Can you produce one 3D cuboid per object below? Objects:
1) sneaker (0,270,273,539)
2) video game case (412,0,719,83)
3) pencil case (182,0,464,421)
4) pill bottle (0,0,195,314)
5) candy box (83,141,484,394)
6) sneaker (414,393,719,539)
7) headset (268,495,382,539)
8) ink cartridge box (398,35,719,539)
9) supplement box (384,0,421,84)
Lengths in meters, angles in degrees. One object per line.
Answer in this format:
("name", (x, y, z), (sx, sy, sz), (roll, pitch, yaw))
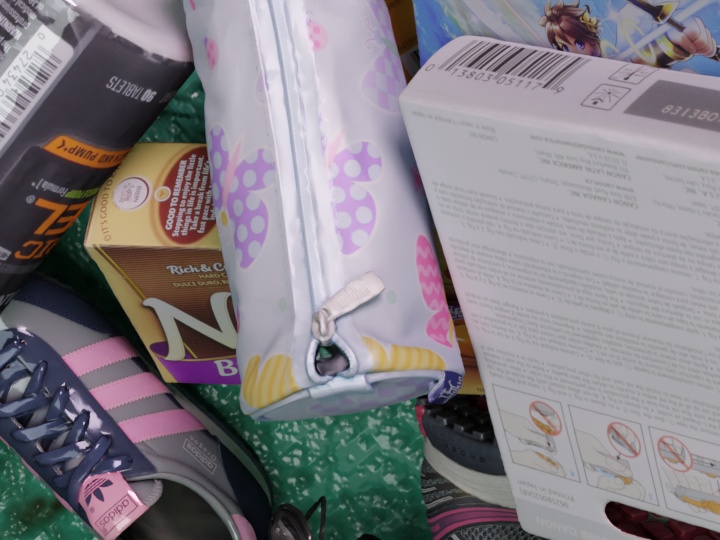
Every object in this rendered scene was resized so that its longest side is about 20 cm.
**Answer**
("sneaker", (-0.115, 0.071, 1.140), (0.200, 0.082, 0.070), (38, 111, -18))
("video game case", (0.101, -0.096, 0.923), (0.200, 0.045, 0.182), (23, 135, 35))
("pencil case", (-0.020, -0.042, 0.990), (0.083, 0.091, 0.201), (-14, 78, 21))
("pill bottle", (-0.159, -0.046, 1.058), (0.106, 0.106, 0.200), (41, 109, 0))
("candy box", (0.000, 0.000, 1.091), (0.199, 0.057, 0.117), (1, 150, 15))
("sneaker", (0.098, 0.105, 1.083), (0.200, 0.080, 0.075), (26, 121, 53))
("headset", (-0.011, 0.168, 1.121), (0.123, 0.094, 0.200), (-26, 140, -12))
("ink cartridge box", (0.106, 0.020, 0.947), (0.162, 0.057, 0.200), (14, 137, 42))
("supplement box", (0.019, -0.145, 1.063), (0.069, 0.067, 0.200), (-29, 97, 26))
